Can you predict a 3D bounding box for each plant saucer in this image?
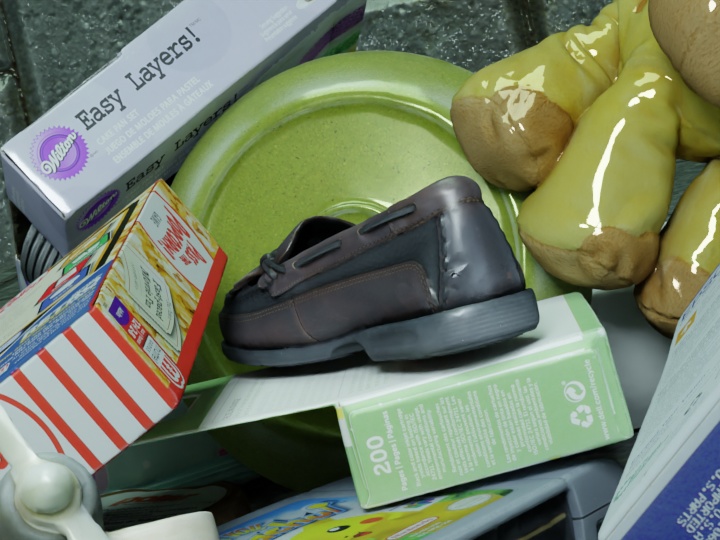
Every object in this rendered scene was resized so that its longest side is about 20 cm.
[{"bbox_3d":[0.000,0.000,0.985,0.200,0.200,0.031,-11,-9,11],"label":"plant saucer"}]

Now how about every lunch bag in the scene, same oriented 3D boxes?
[{"bbox_3d":[-0.106,0.071,1.136,0.160,0.077,0.200,-20,7,-24],"label":"lunch bag"}]

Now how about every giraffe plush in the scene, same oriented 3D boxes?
[{"bbox_3d":[0.155,-0.091,0.924,0.200,0.172,0.162,-63,8,-29],"label":"giraffe plush"}]

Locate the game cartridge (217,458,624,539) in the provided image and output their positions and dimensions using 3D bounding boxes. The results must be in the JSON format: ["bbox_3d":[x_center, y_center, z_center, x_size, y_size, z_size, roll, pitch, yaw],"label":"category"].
[{"bbox_3d":[-0.009,0.108,0.801,0.133,0.041,0.200,-12,4,39],"label":"game cartridge"}]

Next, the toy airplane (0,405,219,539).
[{"bbox_3d":[-0.168,0.102,0.651,0.199,0.141,0.200,-9,7,36],"label":"toy airplane"}]

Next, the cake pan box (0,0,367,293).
[{"bbox_3d":[-0.087,-0.063,1.092,0.200,0.052,0.184,-41,-14,-19],"label":"cake pan box"}]

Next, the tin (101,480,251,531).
[{"bbox_3d":[-0.115,0.122,0.871,0.112,0.042,0.200,-4,9,29],"label":"tin"}]

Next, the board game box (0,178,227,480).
[{"bbox_3d":[-0.126,0.048,0.837,0.151,0.046,0.200,-38,11,11],"label":"board game box"}]

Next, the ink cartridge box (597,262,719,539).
[{"bbox_3d":[0.166,-0.007,0.786,0.196,0.043,0.200,-56,-2,26],"label":"ink cartridge box"}]

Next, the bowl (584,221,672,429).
[{"bbox_3d":[0.121,0.029,1.088,0.200,0.075,0.200,-12,6,-5],"label":"bowl"}]

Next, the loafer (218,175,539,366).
[{"bbox_3d":[0.001,0.000,0.878,0.072,0.063,0.200,-15,5,-29],"label":"loafer"}]

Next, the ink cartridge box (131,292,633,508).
[{"bbox_3d":[-0.001,0.057,0.880,0.200,0.048,0.146,-15,5,3],"label":"ink cartridge box"}]
